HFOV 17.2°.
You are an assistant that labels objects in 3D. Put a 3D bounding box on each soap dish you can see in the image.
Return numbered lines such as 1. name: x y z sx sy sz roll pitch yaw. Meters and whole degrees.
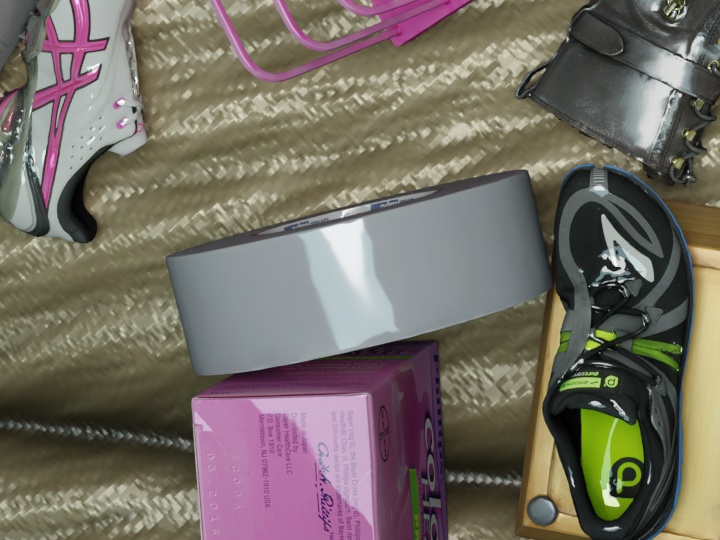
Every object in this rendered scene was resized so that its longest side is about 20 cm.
1. soap dish: 0.168 0.064 1.294 0.156 0.081 0.201 9 96 17

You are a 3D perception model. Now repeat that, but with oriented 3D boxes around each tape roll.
1. tape roll: 0.000 0.000 1.268 0.199 0.200 0.067 -14 94 12

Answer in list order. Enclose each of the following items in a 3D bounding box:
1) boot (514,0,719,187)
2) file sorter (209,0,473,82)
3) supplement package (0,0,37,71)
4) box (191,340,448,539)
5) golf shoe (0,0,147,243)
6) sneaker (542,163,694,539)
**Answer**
1. boot: 0.200 -0.127 1.287 0.199 0.069 0.175 23 101 19
2. file sorter: 0.011 -0.199 1.235 0.200 0.125 0.140 -28 90 50
3. supplement package: -0.235 -0.191 1.315 0.119 0.121 0.201 30 87 7
4. box: -0.015 0.138 1.286 0.096 0.200 0.177 -2 95 11
5. golf shoe: -0.153 -0.111 1.357 0.092 0.073 0.201 26 111 1
6. sneaker: 0.132 0.045 1.218 0.070 0.083 0.201 -2 93 18
